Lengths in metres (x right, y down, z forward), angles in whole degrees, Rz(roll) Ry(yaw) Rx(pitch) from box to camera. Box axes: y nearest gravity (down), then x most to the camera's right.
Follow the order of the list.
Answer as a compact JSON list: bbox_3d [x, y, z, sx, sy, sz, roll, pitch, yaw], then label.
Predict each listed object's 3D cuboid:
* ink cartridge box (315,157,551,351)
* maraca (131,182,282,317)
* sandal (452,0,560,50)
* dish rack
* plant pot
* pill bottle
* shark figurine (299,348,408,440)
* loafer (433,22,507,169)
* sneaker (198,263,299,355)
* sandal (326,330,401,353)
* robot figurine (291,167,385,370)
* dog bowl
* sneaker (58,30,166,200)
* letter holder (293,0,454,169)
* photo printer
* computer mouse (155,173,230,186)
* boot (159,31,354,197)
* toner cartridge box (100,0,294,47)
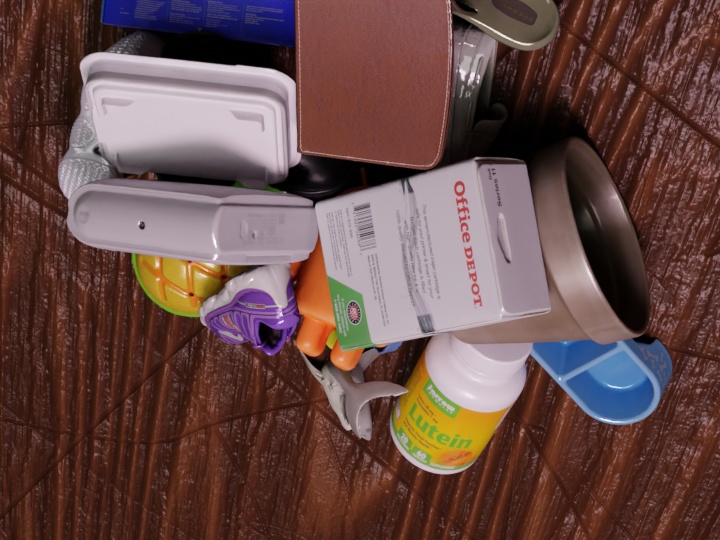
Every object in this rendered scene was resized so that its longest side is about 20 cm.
[{"bbox_3d":[0.065,-0.013,1.356,0.200,0.083,0.147,-12,86,42],"label":"ink cartridge box"},{"bbox_3d":[-0.151,-0.030,1.566,0.200,0.107,0.137,-28,99,13],"label":"maraca"},{"bbox_3d":[0.094,-0.266,1.341,0.200,0.057,0.080,21,93,-7],"label":"sandal"},{"bbox_3d":[-0.157,-0.130,1.362,0.199,0.044,0.172,7,153,2],"label":"dish rack"},{"bbox_3d":[0.165,-0.007,1.433,0.173,0.200,0.200,-21,117,26],"label":"plant pot"},{"bbox_3d":[0.111,0.122,1.577,0.111,0.111,0.200,23,138,-2],"label":"pill bottle"},{"bbox_3d":[-0.003,0.115,1.631,0.089,0.215,0.128,-32,82,-8],"label":"shark figurine"},{"bbox_3d":[0.108,-0.144,1.434,0.070,0.070,0.201,8,126,20],"label":"loafer"},{"bbox_3d":[-0.110,0.052,1.493,0.084,0.080,0.200,69,162,7],"label":"sneaker"},{"bbox_3d":[0.058,0.034,1.582,0.200,0.080,0.087,-24,153,20],"label":"sandal"},{"bbox_3d":[0.002,0.001,1.507,0.116,0.201,0.144,27,173,-42],"label":"robot figurine"},{"bbox_3d":[0.248,0.086,1.572,0.111,0.050,0.200,-32,111,32],"label":"dog bowl"},{"bbox_3d":[-0.238,-0.164,1.492,0.075,0.114,0.200,29,116,0],"label":"sneaker"},{"bbox_3d":[0.023,-0.205,1.304,0.142,0.101,0.201,9,123,14],"label":"letter holder"},{"bbox_3d":[-0.165,-0.048,1.397,0.199,0.166,0.070,7,95,33],"label":"photo printer"},{"bbox_3d":[-0.132,-0.073,1.506,0.200,0.059,0.034,32,163,27],"label":"computer mouse"},{"bbox_3d":[-0.098,-0.150,1.433,0.200,0.077,0.168,24,166,3],"label":"boot"},{"bbox_3d":[-0.144,-0.270,1.406,0.199,0.043,0.095,9,97,9],"label":"toner cartridge box"}]
